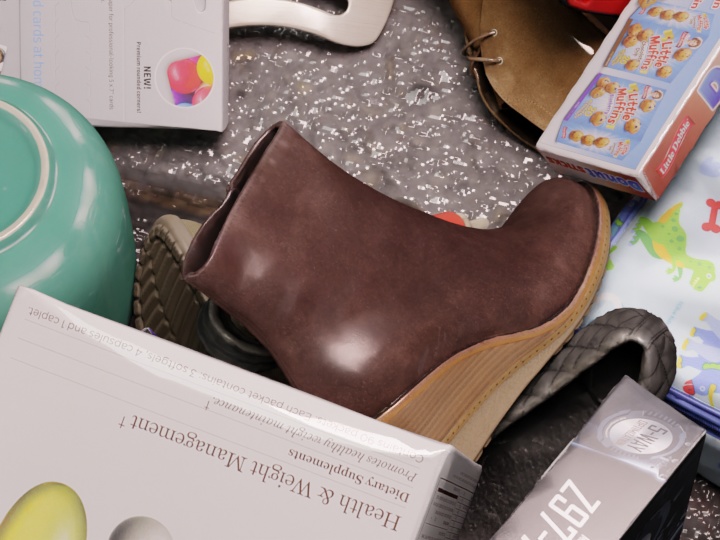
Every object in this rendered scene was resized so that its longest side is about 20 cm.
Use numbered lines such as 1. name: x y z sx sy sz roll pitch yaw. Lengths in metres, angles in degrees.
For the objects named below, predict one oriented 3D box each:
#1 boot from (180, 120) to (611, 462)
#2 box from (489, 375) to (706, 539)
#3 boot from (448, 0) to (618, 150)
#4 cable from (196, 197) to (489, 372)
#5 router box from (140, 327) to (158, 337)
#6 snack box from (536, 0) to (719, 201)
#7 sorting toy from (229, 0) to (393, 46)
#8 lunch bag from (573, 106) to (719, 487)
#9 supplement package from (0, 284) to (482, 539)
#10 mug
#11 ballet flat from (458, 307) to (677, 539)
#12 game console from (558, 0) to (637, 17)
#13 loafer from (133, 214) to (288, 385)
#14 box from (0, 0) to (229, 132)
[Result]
1. boot: 0.023 -0.014 1.214 0.166 0.072 0.200 45 55 -18
2. box: 0.078 0.155 1.145 0.043 0.200 0.160 35 67 18
3. boot: 0.074 -0.128 1.361 0.200 0.074 0.076 39 80 5
4. cable: 0.000 0.000 1.265 0.199 0.050 0.097 0 56 -46
5. router box: -0.136 0.147 1.215 0.200 0.052 0.158 -33 65 -1
6. snack box: 0.166 -0.127 1.280 0.072 0.024 0.200 20 71 47
7. sorting toy: -0.050 -0.207 1.416 0.199 0.107 0.181 0 81 1
8. lunch bag: 0.204 0.004 1.293 0.160 0.083 0.200 32 68 14
9. supplement package: -0.076 0.138 1.086 0.190 0.147 0.201 19 86 10
10. mug: -0.182 -0.007 1.285 0.151 0.115 0.185 -22 63 -11
11. ballet flat: 0.071 0.096 1.223 0.066 0.057 0.200 39 100 14
12. game console: 0.094 -0.201 1.371 0.177 0.031 0.200 -6 50 -52
13. loafer: -0.045 0.054 1.277 0.068 0.076 0.200 -10 56 -38
14. box: -0.167 -0.153 1.356 0.199 0.041 0.157 1 101 3
